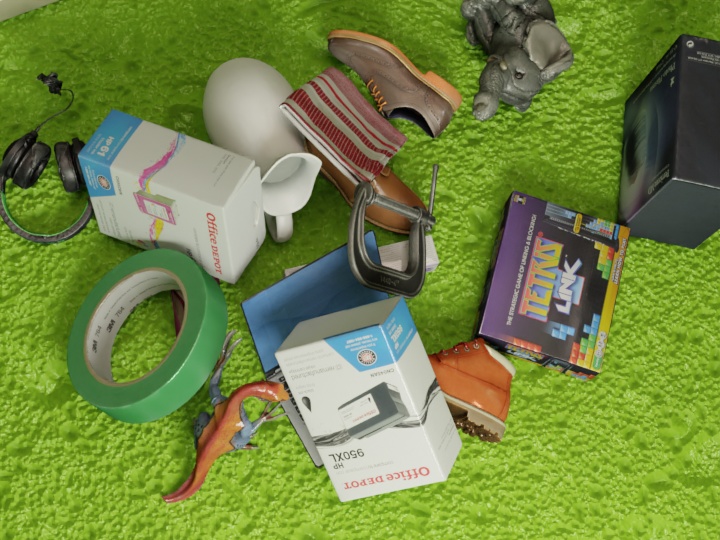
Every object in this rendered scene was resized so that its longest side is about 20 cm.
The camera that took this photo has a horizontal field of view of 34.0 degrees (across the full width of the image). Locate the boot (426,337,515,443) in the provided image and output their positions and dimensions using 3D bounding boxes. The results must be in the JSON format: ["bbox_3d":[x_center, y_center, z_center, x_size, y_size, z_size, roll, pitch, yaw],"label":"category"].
[{"bbox_3d":[0.104,0.118,1.431,0.198,0.075,0.109,31,70,-22],"label":"boot"}]

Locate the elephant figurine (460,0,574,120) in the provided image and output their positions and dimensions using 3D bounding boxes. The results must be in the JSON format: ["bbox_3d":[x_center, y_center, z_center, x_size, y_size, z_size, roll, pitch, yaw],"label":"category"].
[{"bbox_3d":[0.207,-0.273,1.556,0.153,0.142,0.203,-12,68,4],"label":"elephant figurine"}]

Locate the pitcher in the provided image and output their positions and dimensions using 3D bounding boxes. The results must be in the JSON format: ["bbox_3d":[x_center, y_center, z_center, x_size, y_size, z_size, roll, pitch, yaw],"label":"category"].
[{"bbox_3d":[-0.124,-0.150,1.472,0.120,0.173,0.201,-13,54,-22],"label":"pitcher"}]

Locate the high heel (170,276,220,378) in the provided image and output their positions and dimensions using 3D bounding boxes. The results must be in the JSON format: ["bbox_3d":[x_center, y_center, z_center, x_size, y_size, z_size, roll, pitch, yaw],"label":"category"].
[{"bbox_3d":[-0.202,0.030,1.416,0.066,0.096,0.203,0,73,-8],"label":"high heel"}]

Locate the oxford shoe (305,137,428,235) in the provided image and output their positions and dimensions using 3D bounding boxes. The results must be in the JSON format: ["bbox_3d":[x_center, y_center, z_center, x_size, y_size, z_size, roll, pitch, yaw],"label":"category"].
[{"bbox_3d":[0.008,-0.118,1.508,0.199,0.071,0.072,37,70,3],"label":"oxford shoe"}]

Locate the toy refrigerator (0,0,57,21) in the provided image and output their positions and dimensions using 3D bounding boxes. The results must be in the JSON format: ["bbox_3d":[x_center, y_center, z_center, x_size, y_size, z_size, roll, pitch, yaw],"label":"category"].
[{"bbox_3d":[-0.478,-0.365,1.517,0.198,0.070,0.077,-25,84,-14],"label":"toy refrigerator"}]

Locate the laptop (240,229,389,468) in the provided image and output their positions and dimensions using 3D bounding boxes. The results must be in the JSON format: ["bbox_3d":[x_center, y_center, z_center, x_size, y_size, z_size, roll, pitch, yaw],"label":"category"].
[{"bbox_3d":[-0.019,0.095,1.413,0.185,0.116,0.202,-29,79,-15],"label":"laptop"}]

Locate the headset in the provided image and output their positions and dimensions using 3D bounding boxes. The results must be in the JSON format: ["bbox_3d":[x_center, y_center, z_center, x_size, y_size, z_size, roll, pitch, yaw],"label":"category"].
[{"bbox_3d":[-0.383,-0.136,1.444,0.121,0.094,0.204,5,83,-7],"label":"headset"}]

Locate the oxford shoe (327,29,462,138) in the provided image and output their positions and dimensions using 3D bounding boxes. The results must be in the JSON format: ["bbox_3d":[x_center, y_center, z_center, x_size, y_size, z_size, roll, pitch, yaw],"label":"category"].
[{"bbox_3d":[0.035,-0.248,1.553,0.198,0.071,0.074,30,76,2],"label":"oxford shoe"}]

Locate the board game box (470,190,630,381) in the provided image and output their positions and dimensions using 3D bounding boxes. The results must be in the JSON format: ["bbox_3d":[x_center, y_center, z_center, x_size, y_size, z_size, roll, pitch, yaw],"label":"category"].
[{"bbox_3d":[0.244,0.019,1.506,0.163,0.057,0.203,17,71,-4],"label":"board game box"}]

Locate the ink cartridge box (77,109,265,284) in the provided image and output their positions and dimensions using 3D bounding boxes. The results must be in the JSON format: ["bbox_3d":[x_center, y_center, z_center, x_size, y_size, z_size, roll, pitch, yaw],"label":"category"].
[{"bbox_3d":[-0.219,-0.086,1.395,0.197,0.146,0.085,19,56,15],"label":"ink cartridge box"}]

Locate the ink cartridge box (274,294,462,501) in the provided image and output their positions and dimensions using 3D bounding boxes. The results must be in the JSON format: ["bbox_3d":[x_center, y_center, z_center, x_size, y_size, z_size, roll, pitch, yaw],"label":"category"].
[{"bbox_3d":[0.012,0.148,1.343,0.143,0.084,0.202,-16,107,26],"label":"ink cartridge box"}]

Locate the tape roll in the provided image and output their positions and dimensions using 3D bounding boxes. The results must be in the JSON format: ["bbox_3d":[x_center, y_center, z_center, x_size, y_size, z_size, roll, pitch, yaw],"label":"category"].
[{"bbox_3d":[-0.248,0.074,1.365,0.198,0.048,0.203,-15,57,23],"label":"tape roll"}]

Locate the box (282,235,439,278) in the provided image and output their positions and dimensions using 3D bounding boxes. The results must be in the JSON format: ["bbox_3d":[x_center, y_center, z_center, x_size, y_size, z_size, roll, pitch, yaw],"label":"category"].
[{"bbox_3d":[0.000,0.000,1.485,0.197,0.039,0.042,-14,76,-12],"label":"box"}]

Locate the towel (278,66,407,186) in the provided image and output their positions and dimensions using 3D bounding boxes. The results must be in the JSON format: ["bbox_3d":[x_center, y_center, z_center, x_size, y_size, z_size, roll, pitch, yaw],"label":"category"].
[{"bbox_3d":[-0.017,-0.183,1.469,0.144,0.200,0.023,44,116,-3],"label":"towel"}]

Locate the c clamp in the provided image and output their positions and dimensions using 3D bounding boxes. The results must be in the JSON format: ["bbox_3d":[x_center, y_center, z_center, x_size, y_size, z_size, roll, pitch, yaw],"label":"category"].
[{"bbox_3d":[0.038,-0.054,1.414,0.027,0.199,0.174,-2,86,32],"label":"c clamp"}]

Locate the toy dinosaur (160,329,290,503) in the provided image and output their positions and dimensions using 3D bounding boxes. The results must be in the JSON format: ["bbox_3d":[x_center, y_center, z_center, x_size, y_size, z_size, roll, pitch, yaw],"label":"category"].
[{"bbox_3d":[-0.140,0.180,1.332,0.104,0.182,0.203,23,74,-5],"label":"toy dinosaur"}]

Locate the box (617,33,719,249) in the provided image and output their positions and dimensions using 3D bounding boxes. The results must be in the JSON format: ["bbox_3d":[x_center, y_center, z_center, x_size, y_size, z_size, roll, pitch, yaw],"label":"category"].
[{"bbox_3d":[0.420,-0.160,1.511,0.121,0.200,0.202,9,71,-5],"label":"box"}]
